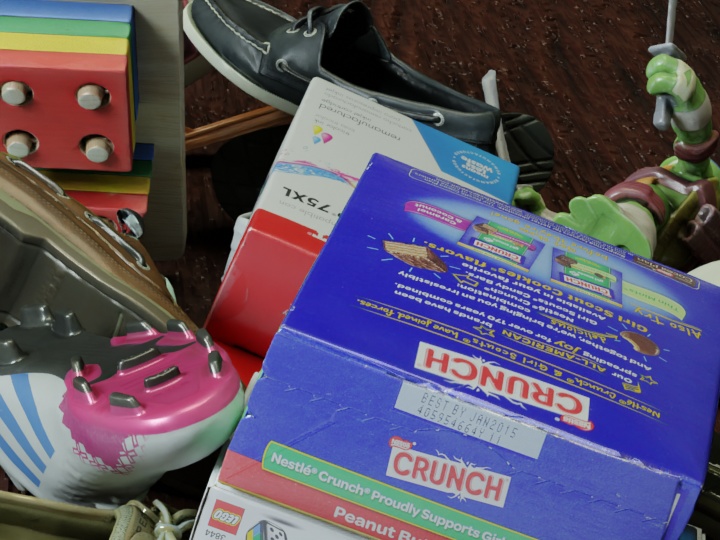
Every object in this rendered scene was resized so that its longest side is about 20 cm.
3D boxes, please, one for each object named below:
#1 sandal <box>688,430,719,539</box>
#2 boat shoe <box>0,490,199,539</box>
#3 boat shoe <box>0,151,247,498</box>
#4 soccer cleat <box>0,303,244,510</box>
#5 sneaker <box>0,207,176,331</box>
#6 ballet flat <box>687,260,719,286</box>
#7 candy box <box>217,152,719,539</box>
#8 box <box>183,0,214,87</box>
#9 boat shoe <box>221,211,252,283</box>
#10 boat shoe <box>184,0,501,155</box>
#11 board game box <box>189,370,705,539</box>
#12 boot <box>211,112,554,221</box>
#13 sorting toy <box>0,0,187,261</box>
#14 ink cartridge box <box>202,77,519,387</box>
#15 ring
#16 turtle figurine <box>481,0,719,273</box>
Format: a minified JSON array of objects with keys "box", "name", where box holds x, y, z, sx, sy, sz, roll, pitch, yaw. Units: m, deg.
[{"box":[0.122,0.089,1.263,0.201,0.057,0.080,35,32,27],"name":"sandal"},{"box":[-0.115,0.109,1.115,0.200,0.063,0.073,6,19,2],"name":"boat shoe"},{"box":[-0.110,0.014,1.272,0.200,0.072,0.068,43,32,4],"name":"boat shoe"},{"box":[-0.097,0.066,1.174,0.070,0.087,0.200,-25,18,-26],"name":"soccer cleat"},{"box":[-0.144,0.019,1.345,0.118,0.074,0.200,-2,17,-3],"name":"sneaker"},{"box":[0.204,0.021,1.454,0.200,0.071,0.071,-10,24,-38],"name":"ballet flat"},{"box":[0.053,0.043,1.145,0.169,0.077,0.200,21,22,3],"name":"candy box"},{"box":[-0.182,-0.152,1.544,0.109,0.128,0.200,-28,-15,30],"name":"box"},{"box":[0.005,-0.015,1.505,0.073,0.067,0.200,17,22,31],"name":"boat shoe"},{"box":[-0.007,-0.107,1.518,0.199,0.066,0.074,38,31,26],"name":"boat shoe"},{"box":[0.038,0.107,1.141,0.199,0.035,0.126,20,19,0],"name":"board game box"},{"box":[0.007,-0.056,1.659,0.199,0.068,0.131,-5,5,-10],"name":"boot"},{"box":[-0.189,-0.063,1.432,0.199,0.199,0.070,3,49,0],"name":"sorting toy"},{"box":[0.000,0.000,1.362,0.116,0.067,0.200,23,31,-3],"name":"ink cartridge box"},{"box":[-0.071,-0.088,1.645,0.200,0.019,0.200,-16,6,2],"name":"ring"},{"box":[0.116,-0.051,1.510,0.144,0.201,0.194,-12,18,26],"name":"turtle figurine"}]
